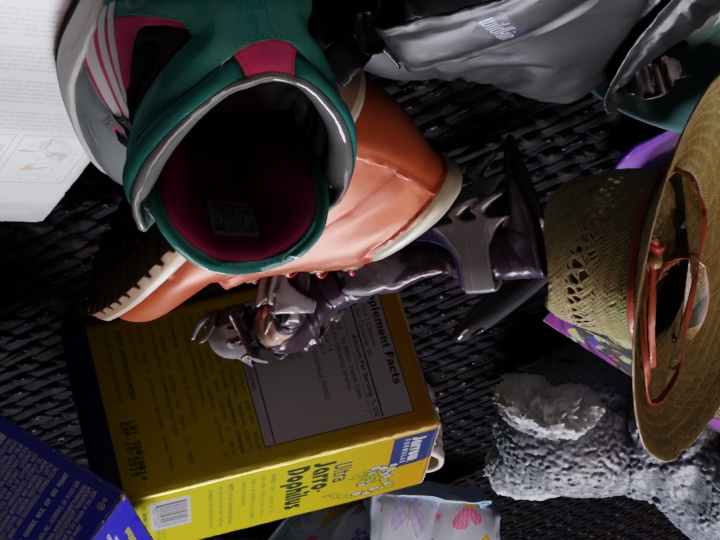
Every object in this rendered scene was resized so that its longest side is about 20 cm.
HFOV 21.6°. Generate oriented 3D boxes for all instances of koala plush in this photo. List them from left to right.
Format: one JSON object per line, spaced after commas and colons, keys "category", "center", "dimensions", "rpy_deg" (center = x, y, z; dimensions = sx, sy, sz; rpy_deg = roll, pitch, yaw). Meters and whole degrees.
{"category": "koala plush", "center": [0.183, 0.108, 1.294], "dimensions": [0.198, 0.185, 0.178], "rpy_deg": [-2, 156, -4]}

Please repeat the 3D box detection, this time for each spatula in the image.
{"category": "spatula", "center": [0.118, -0.024, 1.013], "dimensions": [0.200, 0.021, 0.057], "rpy_deg": [-43, 170, -26]}

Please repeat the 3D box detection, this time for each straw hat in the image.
{"category": "straw hat", "center": [0.132, -0.009, 0.926], "dimensions": [0.084, 0.203, 0.201], "rpy_deg": [10, 170, 27]}

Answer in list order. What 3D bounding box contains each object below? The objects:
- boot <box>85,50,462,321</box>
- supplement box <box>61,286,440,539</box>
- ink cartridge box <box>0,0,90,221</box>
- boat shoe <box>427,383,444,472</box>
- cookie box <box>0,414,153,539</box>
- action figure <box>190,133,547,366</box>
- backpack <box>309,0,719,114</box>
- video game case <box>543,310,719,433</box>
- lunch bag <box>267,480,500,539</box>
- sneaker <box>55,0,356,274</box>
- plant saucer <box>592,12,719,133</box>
{"category": "boot", "center": [-0.045, -0.018, 0.899], "dimensions": [0.199, 0.076, 0.107], "rpy_deg": [-32, 132, 33]}
{"category": "supplement box", "center": [-0.066, 0.083, 1.112], "dimensions": [0.198, 0.110, 0.110], "rpy_deg": [-12, 157, -10]}
{"category": "ink cartridge box", "center": [-0.159, -0.087, 0.738], "dimensions": [0.161, 0.058, 0.200], "rpy_deg": [0, 157, -36]}
{"category": "boat shoe", "center": [-0.024, 0.117, 1.274], "dimensions": [0.199, 0.070, 0.071], "rpy_deg": [3, 151, -40]}
{"category": "cookie box", "center": [-0.209, 0.117, 0.986], "dimensions": [0.075, 0.199, 0.171], "rpy_deg": [-56, 165, -17]}
{"category": "action figure", "center": [0.000, 0.000, 0.991], "dimensions": [0.199, 0.070, 0.130], "rpy_deg": [-22, -172, 12]}
{"category": "backpack", "center": [0.083, -0.149, 0.653], "dimensions": [0.166, 0.128, 0.200], "rpy_deg": [-4, 156, -38]}
{"category": "video game case", "center": [0.219, 0.036, 1.126], "dimensions": [0.180, 0.036, 0.200], "rpy_deg": [33, 158, -1]}
{"category": "lunch bag", "center": [0.005, 0.247, 1.526], "dimensions": [0.169, 0.127, 0.201], "rpy_deg": [11, 120, -47]}
{"category": "sneaker", "center": [-0.056, -0.048, 0.678], "dimensions": [0.083, 0.122, 0.200], "rpy_deg": [-8, 157, -17]}
{"category": "plant saucer", "center": [0.206, -0.118, 0.931], "dimensions": [0.198, 0.036, 0.200], "rpy_deg": [-14, 158, -6]}
